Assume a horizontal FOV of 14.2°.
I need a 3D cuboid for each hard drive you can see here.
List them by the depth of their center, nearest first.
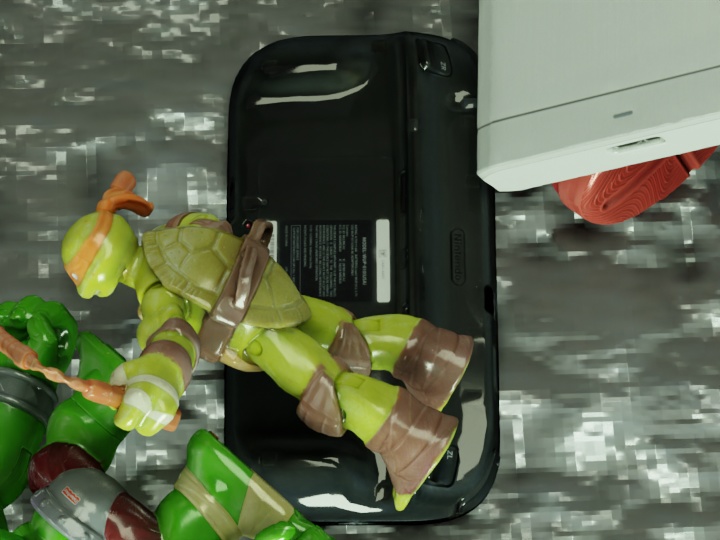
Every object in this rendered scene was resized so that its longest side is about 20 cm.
[{"bbox_3d":[0.106,-0.138,1.103,0.132,0.027,0.200,-13,64,32],"label":"hard drive"}]

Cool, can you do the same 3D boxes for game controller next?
[{"bbox_3d":[0.000,0.000,1.112,0.104,0.042,0.200,-4,68,9],"label":"game controller"}]

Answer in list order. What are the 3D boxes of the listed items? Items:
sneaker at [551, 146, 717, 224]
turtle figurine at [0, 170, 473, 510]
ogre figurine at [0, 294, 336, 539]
[{"bbox_3d":[0.108,-0.119,1.159,0.115,0.078,0.200,27,74,29],"label":"sneaker"},{"bbox_3d":[-0.041,0.013,1.026,0.161,0.200,0.064,26,107,-6],"label":"turtle figurine"},{"bbox_3d":[-0.096,0.097,1.022,0.200,0.098,0.120,40,85,20],"label":"ogre figurine"}]
